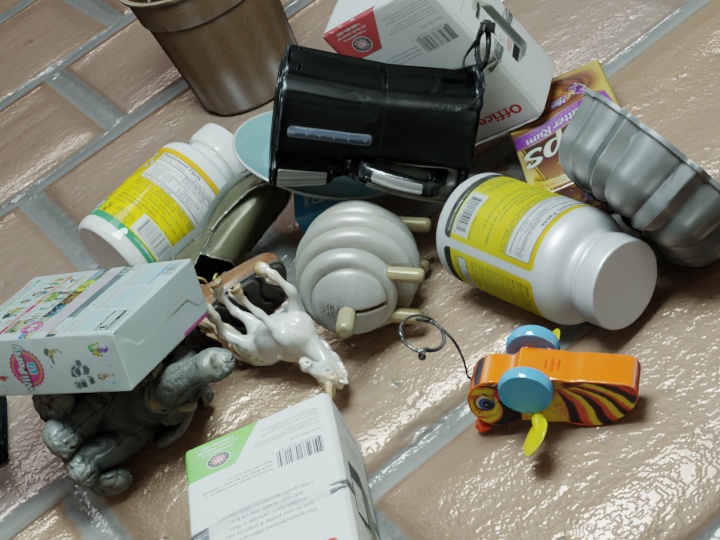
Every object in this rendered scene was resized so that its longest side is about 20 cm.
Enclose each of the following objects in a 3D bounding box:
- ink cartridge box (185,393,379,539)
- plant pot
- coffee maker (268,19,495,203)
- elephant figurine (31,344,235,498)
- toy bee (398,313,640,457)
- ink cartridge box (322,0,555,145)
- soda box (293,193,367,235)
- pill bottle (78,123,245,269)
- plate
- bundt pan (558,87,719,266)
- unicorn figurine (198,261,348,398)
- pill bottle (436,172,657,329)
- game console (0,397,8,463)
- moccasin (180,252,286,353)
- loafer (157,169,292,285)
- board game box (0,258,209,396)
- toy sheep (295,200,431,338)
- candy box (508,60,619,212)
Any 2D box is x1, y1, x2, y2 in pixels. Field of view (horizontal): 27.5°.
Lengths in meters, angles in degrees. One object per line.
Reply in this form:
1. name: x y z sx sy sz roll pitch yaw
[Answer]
1. ink cartridge box: -0.065 0.220 1.262 0.145 0.084 0.200 -23 36 7
2. plant pot: -0.182 -0.321 1.901 0.200 0.198 0.200 -17 37 13
3. coffee maker: 0.014 -0.165 1.458 0.200 0.192 0.135 8 5 -5
4. elephant figurine: -0.204 0.121 1.439 0.200 0.142 0.155 -34 51 2
5. toy bee: 0.139 0.098 1.285 0.200 0.109 0.131 27 51 21
6. ink cartridge box: 0.085 -0.229 1.537 0.147 0.200 0.083 -21 38 40
7. soda box: -0.035 -0.104 1.655 0.068 0.064 0.200 -20 37 11
8. pill bottle: -0.218 -0.077 1.699 0.113 0.113 0.200 20 58 46
9. plate: -0.038 -0.119 1.575 0.200 0.026 0.200 7 33 -4
10. bundt pan: 0.260 -0.074 1.333 0.076 0.202 0.202 -52 37 6
11. unicorn figurine: -0.082 0.062 1.435 0.074 0.137 0.200 -44 15 -16
12. pill bottle: 0.173 -0.015 1.371 0.112 0.112 0.200 -42 39 -19
13. game console: -0.486 0.184 1.550 0.200 0.118 0.171 -25 36 4
14. moccasin: -0.167 0.047 1.558 0.201 0.074 0.078 -40 45 0
15. loafer: -0.141 -0.031 1.613 0.200 0.075 0.070 -47 48 14
16. board game box: -0.268 0.056 1.411 0.200 0.064 0.148 -4 24 29
17. toy sheep: 0.000 0.000 1.453 0.138 0.138 0.200 -16 27 16
18. candy box: 0.222 -0.131 1.530 0.117 0.056 0.200 -21 38 9
